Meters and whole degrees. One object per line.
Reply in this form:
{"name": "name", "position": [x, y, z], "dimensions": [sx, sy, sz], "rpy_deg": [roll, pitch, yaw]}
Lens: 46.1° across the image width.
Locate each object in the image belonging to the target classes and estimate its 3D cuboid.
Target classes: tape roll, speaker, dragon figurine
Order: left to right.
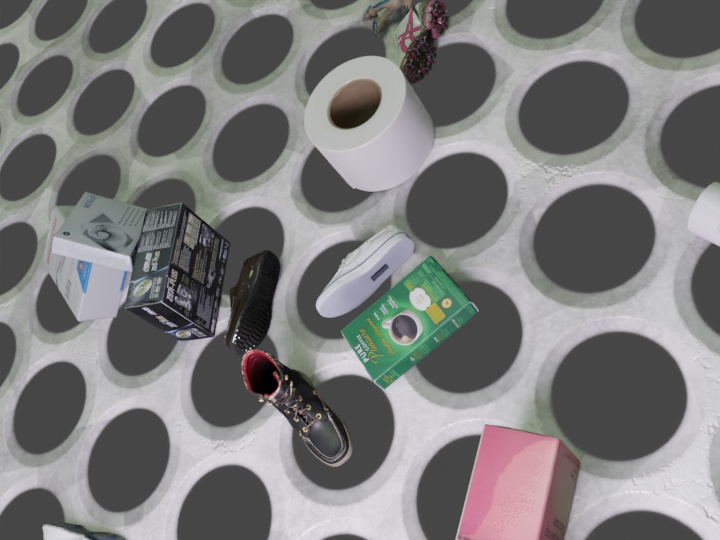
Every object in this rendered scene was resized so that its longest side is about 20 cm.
{"name": "tape roll", "position": [0.017, -0.262, 1.523], "dimensions": [0.202, 0.139, 0.204], "rpy_deg": [-13, 60, 23]}
{"name": "dragon figurine", "position": [0.079, -0.562, 1.688], "dimensions": [0.201, 0.059, 0.099], "rpy_deg": [-59, 28, -12]}
{"name": "speaker", "position": [0.552, -0.046, 1.150], "dimensions": [0.200, 0.081, 0.081], "rpy_deg": [34, 84, 37]}

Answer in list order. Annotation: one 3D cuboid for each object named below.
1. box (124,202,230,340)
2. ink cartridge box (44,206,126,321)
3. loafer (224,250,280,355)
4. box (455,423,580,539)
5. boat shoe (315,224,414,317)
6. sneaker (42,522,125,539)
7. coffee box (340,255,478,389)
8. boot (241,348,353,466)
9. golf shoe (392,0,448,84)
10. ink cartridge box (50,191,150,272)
{"name": "box", "position": [-0.331, 0.006, 1.556], "dimensions": [0.086, 0.164, 0.201], "rpy_deg": [-8, 62, 25]}
{"name": "ink cartridge box", "position": [-0.550, -0.018, 1.692], "dimensions": [0.200, 0.083, 0.146], "rpy_deg": [44, 125, 37]}
{"name": "loafer", "position": [-0.201, 0.060, 1.522], "dimensions": [0.071, 0.073, 0.201], "rpy_deg": [-5, 57, 37]}
{"name": "box", "position": [0.206, 0.321, 1.114], "dimensions": [0.108, 0.128, 0.201], "rpy_deg": [6, 68, 30]}
{"name": "boat shoe", "position": [0.000, 0.000, 1.443], "dimensions": [0.200, 0.074, 0.065], "rpy_deg": [-37, 48, -6]}
{"name": "sneaker", "position": [-0.470, 0.486, 1.444], "dimensions": [0.199, 0.074, 0.088], "rpy_deg": [-1, 76, 36]}
{"name": "coffee box", "position": [0.076, 0.083, 1.365], "dimensions": [0.200, 0.044, 0.123], "rpy_deg": [-41, 52, 3]}
{"name": "boot", "position": [-0.102, 0.211, 1.327], "dimensions": [0.073, 0.151, 0.200], "rpy_deg": [-40, 53, 4]}
{"name": "golf shoe", "position": [0.100, -0.429, 1.615], "dimensions": [0.092, 0.073, 0.201], "rpy_deg": [-1, 54, 37]}
{"name": "ink cartridge box", "position": [-0.461, -0.069, 1.622], "dimensions": [0.200, 0.199, 0.041], "rpy_deg": [-89, 16, -60]}
